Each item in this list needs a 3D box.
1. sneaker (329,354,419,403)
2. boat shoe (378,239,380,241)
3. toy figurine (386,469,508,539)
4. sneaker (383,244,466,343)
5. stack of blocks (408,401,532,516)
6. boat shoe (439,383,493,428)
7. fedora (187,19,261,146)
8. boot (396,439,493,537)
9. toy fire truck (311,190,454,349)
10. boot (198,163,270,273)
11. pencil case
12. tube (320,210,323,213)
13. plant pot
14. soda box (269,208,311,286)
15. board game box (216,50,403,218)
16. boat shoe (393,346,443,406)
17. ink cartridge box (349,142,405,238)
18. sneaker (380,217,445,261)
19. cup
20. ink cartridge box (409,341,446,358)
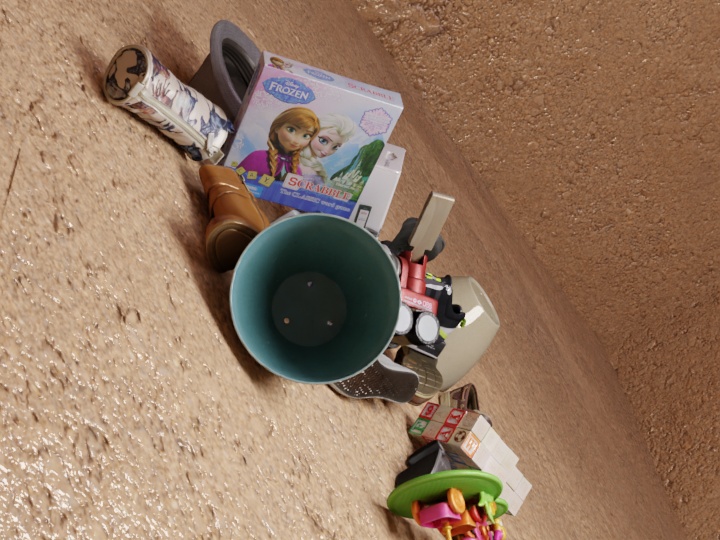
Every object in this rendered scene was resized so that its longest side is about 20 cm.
[{"bbox_3d":[-0.008,0.135,1.684,0.085,0.073,0.200,26,-2,42],"label":"sneaker"},{"bbox_3d":[0.008,-0.039,1.984,0.200,0.063,0.073,34,10,-27],"label":"boat shoe"},{"bbox_3d":[0.132,0.369,1.525,0.200,0.150,0.184,34,39,-48],"label":"toy figurine"},{"bbox_3d":[0.091,0.021,1.794,0.200,0.083,0.072,53,0,-34],"label":"sneaker"},{"bbox_3d":[0.176,0.287,1.834,0.115,0.059,0.200,8,-34,50],"label":"stack of blocks"},{"bbox_3d":[0.181,0.257,2.008,0.072,0.072,0.200,51,16,-26],"label":"boat shoe"},{"bbox_3d":[-0.192,-0.255,1.778,0.177,0.090,0.200,34,35,-55],"label":"fedora"},{"bbox_3d":[0.131,0.331,1.697,0.174,0.069,0.200,58,12,0],"label":"boot"},{"bbox_3d":[0.040,-0.009,1.635,0.176,0.129,0.200,21,70,-36],"label":"toy fire truck"},{"bbox_3d":[-0.162,-0.075,1.532,0.155,0.077,0.200,65,14,21],"label":"boot"},{"bbox_3d":[-0.242,-0.208,1.539,0.089,0.078,0.200,44,4,32],"label":"pencil case"},{"bbox_3d":[0.000,0.000,1.732,0.077,0.050,0.200,30,-23,44],"label":"tube"},{"bbox_3d":[-0.058,0.040,1.477,0.200,0.200,0.135,59,-9,3],"label":"plant pot"},{"bbox_3d":[-0.061,0.011,1.720,0.200,0.063,0.068,59,14,2],"label":"soda box"},{"bbox_3d":[-0.072,-0.175,1.645,0.200,0.200,0.041,14,34,-19],"label":"board game box"},{"bbox_3d":[0.078,0.164,1.847,0.072,0.068,0.200,32,15,-7],"label":"boat shoe"},{"bbox_3d":[-0.006,-0.087,1.821,0.084,0.200,0.146,18,20,-2],"label":"ink cartridge box"},{"bbox_3d":[0.060,-0.012,1.843,0.076,0.200,0.091,38,60,-6],"label":"sneaker"},{"bbox_3d":[0.158,0.090,2.129,0.200,0.143,0.200,53,15,-21],"label":"cup"},{"bbox_3d":[0.057,0.063,1.932,0.095,0.037,0.200,25,14,-30],"label":"ink cartridge box"}]
